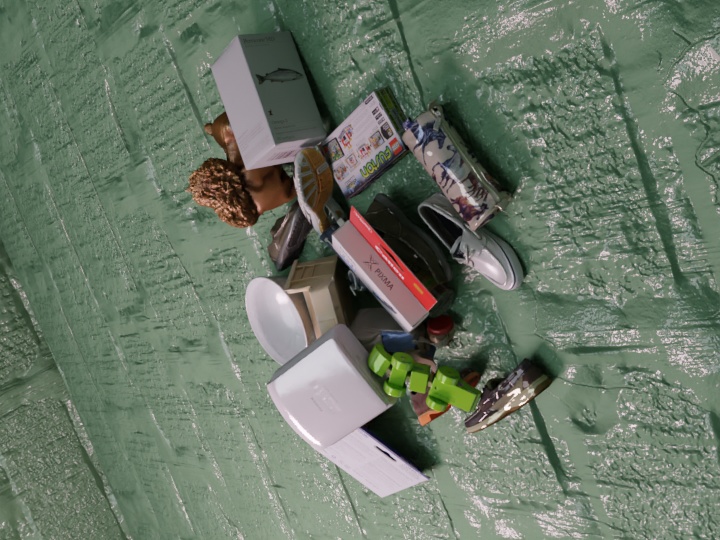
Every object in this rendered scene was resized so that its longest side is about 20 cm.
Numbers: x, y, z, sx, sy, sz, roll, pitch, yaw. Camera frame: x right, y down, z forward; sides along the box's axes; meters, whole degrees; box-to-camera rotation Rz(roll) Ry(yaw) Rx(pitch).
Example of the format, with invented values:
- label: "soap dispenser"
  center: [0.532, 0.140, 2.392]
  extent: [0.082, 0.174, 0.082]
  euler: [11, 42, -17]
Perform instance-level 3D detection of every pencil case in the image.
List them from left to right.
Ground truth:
- label: "pencil case"
  center: [0.144, -0.154, 1.303]
  extent: [0.201, 0.077, 0.090]
  euler: [54, 162, 13]

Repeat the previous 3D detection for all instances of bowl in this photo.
- label: "bowl"
  center: [-0.143, 0.091, 1.796]
  extent: [0.200, 0.090, 0.204]
  euler: [29, 132, 37]

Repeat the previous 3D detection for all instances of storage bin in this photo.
- label: "storage bin"
  center: [-0.063, 0.093, 1.611]
  extent: [0.092, 0.199, 0.203]
  euler: [-13, 106, 7]

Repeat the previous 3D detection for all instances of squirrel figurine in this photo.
- label: "squirrel figurine"
  center: [-0.224, -0.191, 1.612]
  extent: [0.141, 0.200, 0.188]
  euler: [17, 146, 51]

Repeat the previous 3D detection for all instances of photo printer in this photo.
- label: "photo printer"
  center: [-0.058, 0.209, 1.507]
  extent: [0.199, 0.069, 0.167]
  euler: [-36, 95, 28]

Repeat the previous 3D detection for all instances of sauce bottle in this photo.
- label: "sauce bottle"
  center: [0.074, -0.005, 1.493]
  extent: [0.200, 0.064, 0.065]
  euler: [44, 140, 26]

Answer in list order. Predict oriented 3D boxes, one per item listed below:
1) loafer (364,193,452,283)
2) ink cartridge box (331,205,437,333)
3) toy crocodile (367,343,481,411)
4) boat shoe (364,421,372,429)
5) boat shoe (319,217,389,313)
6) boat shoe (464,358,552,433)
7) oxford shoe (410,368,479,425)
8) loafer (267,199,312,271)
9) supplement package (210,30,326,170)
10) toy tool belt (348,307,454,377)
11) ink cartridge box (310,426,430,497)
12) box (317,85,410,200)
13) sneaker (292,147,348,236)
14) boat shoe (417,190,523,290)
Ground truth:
- label: "loafer"
  center: [0.074, -0.041, 1.437]
  extent: [0.200, 0.070, 0.075]
  euler: [46, 177, 31]
- label: "ink cartridge box"
  center: [0.033, 0.004, 1.397]
  extent: [0.200, 0.045, 0.176]
  euler: [49, 171, 7]
- label: "toy crocodile"
  center: [0.104, 0.179, 1.447]
  extent: [0.197, 0.062, 0.068]
  euler: [18, 113, 8]
- label: "boat shoe"
  center: [-0.006, 0.298, 1.779]
  extent: [0.070, 0.070, 0.201]
  euler: [48, 148, 12]
- label: "boat shoe"
  center: [0.000, 0.000, 1.538]
  extent: [0.201, 0.062, 0.075]
  euler: [54, -174, 12]
- label: "boat shoe"
  center: [0.232, 0.205, 1.433]
  extent: [0.200, 0.073, 0.065]
  euler: [-44, 72, 43]
- label: "oxford shoe"
  center: [0.140, 0.209, 1.543]
  extent: [0.074, 0.071, 0.200]
  euler: [58, 144, 14]
- label: "loafer"
  center: [-0.146, -0.076, 1.709]
  extent: [0.070, 0.075, 0.201]
  euler: [46, 141, 14]
- label: "supplement package"
  center: [-0.162, -0.298, 1.532]
  extent: [0.117, 0.116, 0.203]
  euler: [-27, 81, 53]
- label: "toy tool belt"
  center: [0.080, 0.134, 1.539]
  extent: [0.197, 0.126, 0.124]
  euler: [1, 128, 25]
- label: "ink cartridge box"
  center: [0.023, 0.367, 1.745]
  extent: [0.199, 0.041, 0.200]
  euler: [38, 145, -10]
- label: "box"
  center: [0.009, -0.210, 1.469]
  extent: [0.199, 0.034, 0.111]
  euler: [-33, 85, 54]
- label: "sneaker"
  center: [-0.090, -0.139, 1.573]
  extent: [0.087, 0.075, 0.202]
  euler: [36, 153, 44]
- label: "boat shoe"
  center: [0.167, -0.042, 1.355]
  extent: [0.201, 0.065, 0.072]
  euler: [52, 142, 15]
